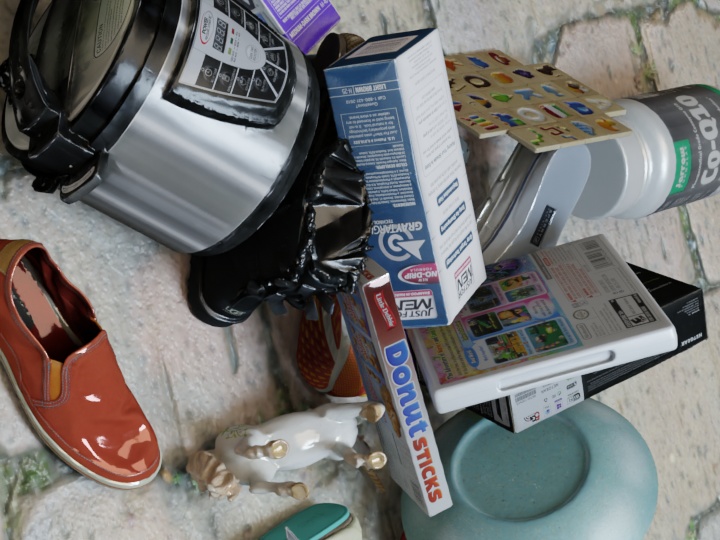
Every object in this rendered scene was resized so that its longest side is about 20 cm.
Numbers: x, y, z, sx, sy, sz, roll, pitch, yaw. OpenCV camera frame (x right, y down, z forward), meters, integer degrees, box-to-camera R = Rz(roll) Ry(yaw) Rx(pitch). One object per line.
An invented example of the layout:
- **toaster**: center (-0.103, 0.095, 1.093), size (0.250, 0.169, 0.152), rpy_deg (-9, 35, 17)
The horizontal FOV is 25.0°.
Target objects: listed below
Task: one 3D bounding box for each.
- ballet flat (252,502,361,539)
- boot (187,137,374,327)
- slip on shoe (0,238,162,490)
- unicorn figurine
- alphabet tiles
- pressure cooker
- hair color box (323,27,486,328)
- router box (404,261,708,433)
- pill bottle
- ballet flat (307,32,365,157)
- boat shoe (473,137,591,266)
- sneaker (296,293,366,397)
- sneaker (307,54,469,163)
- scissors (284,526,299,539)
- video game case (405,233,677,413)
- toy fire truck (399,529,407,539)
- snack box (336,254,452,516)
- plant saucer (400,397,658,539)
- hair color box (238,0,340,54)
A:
- **ballet flat**: center (-0.072, 0.225, 1.166), size (0.199, 0.069, 0.070), rpy_deg (-13, 89, -45)
- **boot**: center (-0.058, -0.056, 1.173), size (0.073, 0.162, 0.200), rpy_deg (17, 67, -32)
- **slip on shoe**: center (-0.194, 0.065, 1.090), size (0.074, 0.061, 0.201), rpy_deg (-44, 111, -42)
- **unicorn figurine**: center (-0.036, 0.130, 1.189), size (0.199, 0.137, 0.074), rpy_deg (5, 86, -27)
- **alphabet tiles**: center (0.134, -0.148, 1.399), size (0.199, 0.166, 0.006), rpy_deg (-13, 129, -43)
- **pressure cooker**: center (-0.150, -0.119, 1.100), size (0.199, 0.176, 0.179), rpy_deg (30, 94, -33)
- **hair color box**: center (0.035, -0.068, 1.198), size (0.100, 0.060, 0.201), rpy_deg (-44, 125, -60)
- **router box**: center (0.155, 0.051, 1.302), size (0.199, 0.149, 0.051), rpy_deg (-22, 114, -25)
- **pill bottle**: center (0.270, -0.110, 1.526), size (0.199, 0.113, 0.114), rpy_deg (-16, 91, -43)
- **ballet flat**: center (-0.025, -0.082, 1.242), size (0.046, 0.067, 0.201), rpy_deg (11, 93, -29)
- **boat shoe**: center (0.116, -0.033, 1.394), size (0.074, 0.086, 0.203), rpy_deg (24, 93, -41)
- **sneaker**: center (0.000, 0.000, 1.277), size (0.077, 0.073, 0.201), rpy_deg (14, 87, -42)
- **sneaker**: center (0.009, -0.106, 1.311), size (0.199, 0.073, 0.082), rpy_deg (29, 66, -32)
- **scissors**: center (-0.016, 0.239, 1.189), size (0.073, 0.014, 0.201), rpy_deg (-39, 132, -33)
- **video game case**: center (0.128, 0.036, 1.245), size (0.181, 0.200, 0.024), rpy_deg (-15, 112, -1)
- **toy fire truck**: center (0.109, 0.246, 1.304), size (0.168, 0.112, 0.201), rpy_deg (-40, 107, -21)
- **snack box**: center (0.021, 0.081, 1.183), size (0.024, 0.072, 0.201), rpy_deg (-23, 117, -14)
- **plant saucer**: center (0.124, 0.158, 1.230), size (0.202, 0.200, 0.039), rpy_deg (-60, 148, -34)
- **hair color box**: center (-0.117, -0.238, 1.203), size (0.200, 0.109, 0.065), rpy_deg (55, 51, -17)
